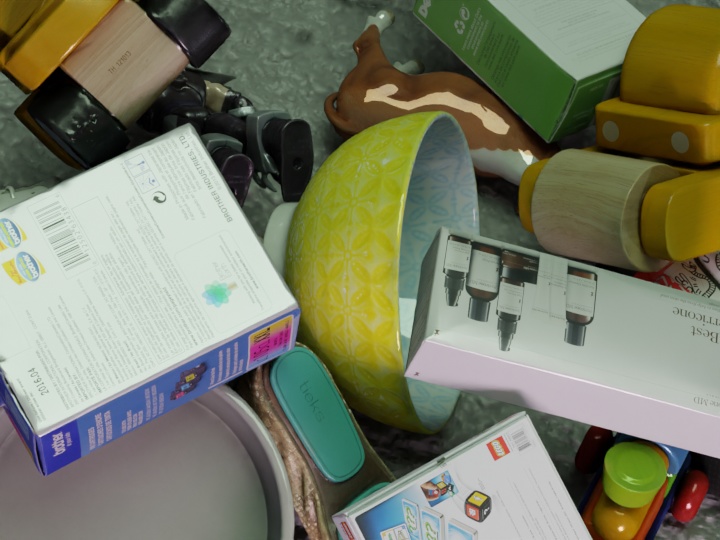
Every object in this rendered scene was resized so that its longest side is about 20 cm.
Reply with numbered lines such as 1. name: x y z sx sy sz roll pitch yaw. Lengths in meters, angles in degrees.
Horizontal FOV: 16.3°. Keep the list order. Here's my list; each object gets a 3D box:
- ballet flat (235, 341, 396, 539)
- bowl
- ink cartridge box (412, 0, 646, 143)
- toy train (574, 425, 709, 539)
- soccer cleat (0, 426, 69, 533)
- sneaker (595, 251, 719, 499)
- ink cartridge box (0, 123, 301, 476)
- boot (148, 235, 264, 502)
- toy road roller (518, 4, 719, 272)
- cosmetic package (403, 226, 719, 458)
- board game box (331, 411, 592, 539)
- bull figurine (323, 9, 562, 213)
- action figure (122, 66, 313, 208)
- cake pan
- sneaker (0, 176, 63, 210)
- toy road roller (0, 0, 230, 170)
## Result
1. ballet flat: -0.014 0.136 1.519 0.070 0.065 0.200 -26 91 -34
2. bowl: 0.000 0.000 1.575 0.107 0.200 0.200 2 49 16
3. ink cartridge box: 0.108 -0.183 1.739 0.104 0.059 0.200 -23 58 -39
4. toy train: 0.153 0.151 1.517 0.084 0.116 0.200 25 51 10
5. soccer cleat: -0.257 0.078 1.528 0.200 0.067 0.076 37 59 14
6. sneaker: 0.241 0.053 1.645 0.108 0.067 0.202 -13 53 -18
7. ink cartridge box: -0.153 0.022 1.434 0.200 0.076 0.137 -26 70 -16
8. boot: -0.142 0.049 1.567 0.150 0.073 0.200 13 59 5
9. toy road roller: 0.203 -0.092 1.648 0.123 0.146 0.200 12 23 43
10. cosmetic package: 0.131 0.042 1.482 0.199 0.051 0.083 14 59 -8
11. board game box: 0.085 0.199 1.448 0.126 0.035 0.200 -27 90 -17
12. bull figurine: 0.076 -0.107 1.741 0.199 0.065 0.122 17 43 -6
13. action figure: -0.111 -0.092 1.664 0.130 0.070 0.200 -10 26 -27
14. cake pan: -0.138 0.148 1.463 0.200 0.037 0.201 1 78 -3
15. sneaker: -0.218 -0.019 1.530 0.199 0.074 0.089 16 75 8
16. toy road roller: -0.176 -0.151 1.527 0.146 0.200 0.123 44 85 -9
